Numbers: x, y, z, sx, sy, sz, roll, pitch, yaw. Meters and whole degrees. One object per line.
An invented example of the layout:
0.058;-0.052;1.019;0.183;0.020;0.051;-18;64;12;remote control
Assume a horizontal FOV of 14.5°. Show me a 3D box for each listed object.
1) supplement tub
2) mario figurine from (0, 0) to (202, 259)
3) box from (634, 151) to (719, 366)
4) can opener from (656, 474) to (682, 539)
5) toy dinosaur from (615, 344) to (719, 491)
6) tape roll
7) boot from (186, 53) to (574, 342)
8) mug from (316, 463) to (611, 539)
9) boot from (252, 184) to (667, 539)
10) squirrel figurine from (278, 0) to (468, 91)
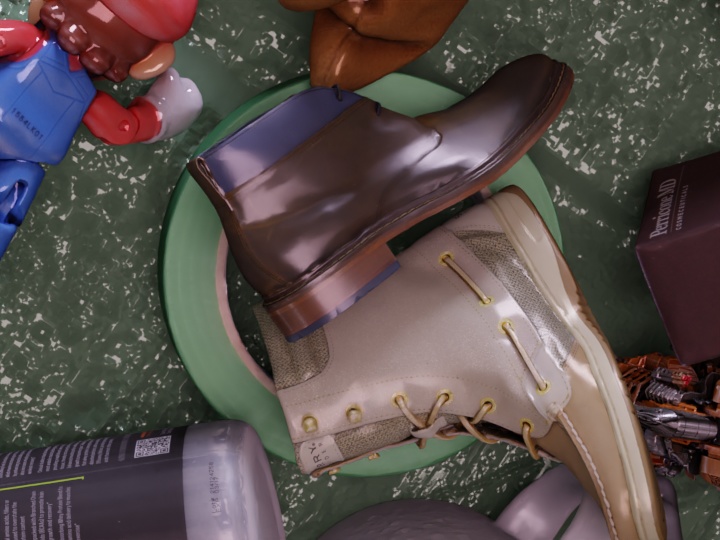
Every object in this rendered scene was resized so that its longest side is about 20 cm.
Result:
-0.139;0.144;1.355;0.199;0.123;0.123;-8;96;5;supplement tub
-0.156;-0.088;1.367;0.106;0.123;0.200;33;78;30;mario figurine
0.240;-0.029;1.371;0.200;0.100;0.075;-19;110;18;box
0.137;0.201;1.420;0.067;0.053;0.200;-8;112;6;can opener
0.190;0.084;1.392;0.200;0.136;0.102;39;108;32;toy dinosaur
0.000;0.000;1.408;0.200;0.048;0.201;-1;94;-7;tape roll
0.012;-0.064;1.326;0.200;0.075;0.097;-42;100;-26;boot
0.055;0.175;1.365;0.148;0.175;0.200;39;89;-9;mug
0.045;0.068;1.325;0.154;0.072;0.200;-23;59;-3;boot
0.036;-0.196;1.316;0.200;0.187;0.142;-19;74;-15;squirrel figurine
